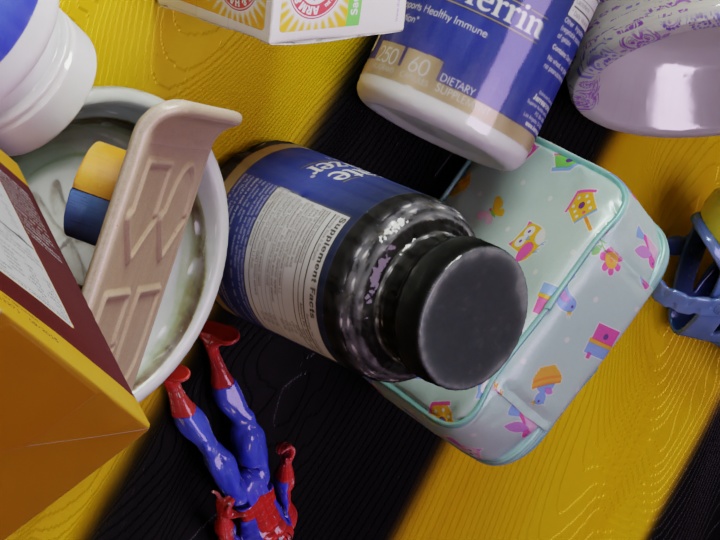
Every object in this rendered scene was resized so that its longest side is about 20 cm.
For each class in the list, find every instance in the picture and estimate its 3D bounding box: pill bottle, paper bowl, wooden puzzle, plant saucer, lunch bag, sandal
[{"bbox_3d":[0.087,-0.173,1.639,0.116,0.115,0.201,28,86,-45],"label":"pill bottle"},{"bbox_3d":[0.229,-0.168,1.726,0.200,0.200,0.105,18,61,-45],"label":"paper bowl"},{"bbox_3d":[-0.224,-0.145,1.360,0.112,0.112,0.200,-57,134,-10],"label":"pill bottle"},{"bbox_3d":[-0.133,-0.002,1.429,0.185,0.046,0.201,-9,122,-83],"label":"wooden puzzle"},{"bbox_3d":[-0.166,-0.010,1.512,0.199,0.050,0.201,-17,117,-38],"label":"plant saucer"},{"bbox_3d":[0.000,0.000,1.564,0.111,0.200,0.112,-17,117,-37],"label":"pill bottle"},{"bbox_3d":[0.092,0.012,1.690,0.200,0.160,0.077,-53,129,-5],"label":"lunch bag"},{"bbox_3d":[0.257,0.021,1.915,0.087,0.080,0.200,-28,136,6],"label":"sandal"}]

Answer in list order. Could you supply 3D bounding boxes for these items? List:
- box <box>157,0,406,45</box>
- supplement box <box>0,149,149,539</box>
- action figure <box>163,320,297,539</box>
[{"bbox_3d":[-0.037,-0.236,1.500,0.101,0.112,0.201,-10,114,-40],"label":"box"},{"bbox_3d":[-0.245,0.038,1.297,0.197,0.200,0.133,-37,141,7],"label":"supplement box"},{"bbox_3d":[-0.072,0.127,1.658,0.065,0.052,0.201,-41,132,-29],"label":"action figure"}]
